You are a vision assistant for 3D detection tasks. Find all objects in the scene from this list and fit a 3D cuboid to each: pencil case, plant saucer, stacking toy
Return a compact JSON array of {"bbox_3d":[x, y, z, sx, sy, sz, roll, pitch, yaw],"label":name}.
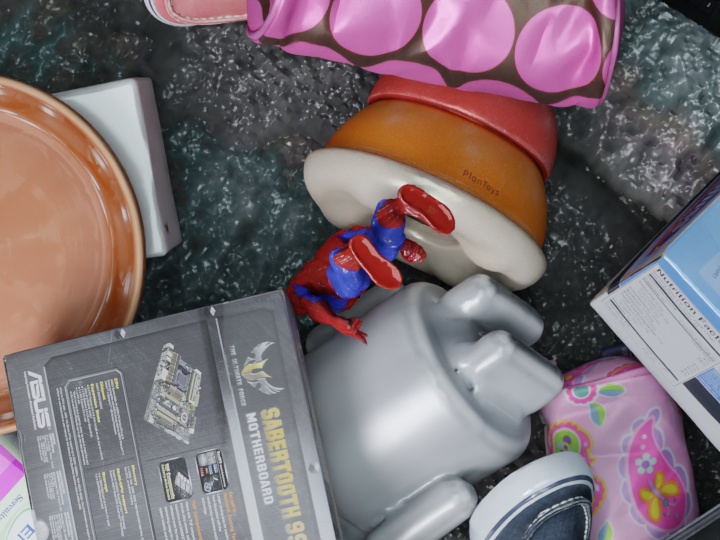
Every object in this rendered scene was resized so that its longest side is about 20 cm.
[{"bbox_3d":[0.040,-0.147,1.499,0.199,0.094,0.091,8,60,-6],"label":"pencil case"},{"bbox_3d":[0.149,0.146,1.602,0.087,0.087,0.201,-10,93,5],"label":"pencil case"},{"bbox_3d":[-0.216,-0.009,1.573,0.199,0.032,0.202,0,95,4],"label":"plant saucer"},{"bbox_3d":[0.069,-0.101,1.588,0.146,0.146,0.201,25,77,2],"label":"stacking toy"}]

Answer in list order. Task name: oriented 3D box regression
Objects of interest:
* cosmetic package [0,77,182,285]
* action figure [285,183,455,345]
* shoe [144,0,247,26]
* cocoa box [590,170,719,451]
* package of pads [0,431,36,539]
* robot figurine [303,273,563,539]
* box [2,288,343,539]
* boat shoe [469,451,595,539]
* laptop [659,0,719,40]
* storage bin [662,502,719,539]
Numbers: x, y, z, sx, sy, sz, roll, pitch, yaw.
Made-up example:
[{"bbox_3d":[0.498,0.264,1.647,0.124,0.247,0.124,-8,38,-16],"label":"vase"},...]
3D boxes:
[{"bbox_3d":[-0.210,-0.043,1.621,0.199,0.071,0.102,-10,94,5],"label":"cosmetic package"},{"bbox_3d":[0.000,0.000,1.518,0.052,0.200,0.066,41,76,-7],"label":"action figure"},{"bbox_3d":[-0.024,-0.172,1.582,0.199,0.091,0.072,-21,130,2],"label":"shoe"},{"bbox_3d":[0.248,-0.012,1.529,0.200,0.131,0.133,-43,90,-18],"label":"cocoa box"},{"bbox_3d":[-0.215,0.204,1.637,0.154,0.068,0.200,42,95,1],"label":"package of pads"},{"bbox_3d":[0.014,0.085,1.581,0.200,0.170,0.113,-34,135,21],"label":"robot figurine"},{"bbox_3d":[-0.093,0.125,1.510,0.157,0.048,0.201,-14,76,2],"label":"box"},{"bbox_3d":[0.100,0.184,1.553,0.070,0.201,0.091,-15,57,-23],"label":"boat shoe"},{"bbox_3d":[0.186,-0.243,1.565,0.103,0.200,0.178,32,97,-35],"label":"laptop"},{"bbox_3d":[0.234,0.214,1.507,0.135,0.094,0.201,-32,80,-11],"label":"storage bin"}]
